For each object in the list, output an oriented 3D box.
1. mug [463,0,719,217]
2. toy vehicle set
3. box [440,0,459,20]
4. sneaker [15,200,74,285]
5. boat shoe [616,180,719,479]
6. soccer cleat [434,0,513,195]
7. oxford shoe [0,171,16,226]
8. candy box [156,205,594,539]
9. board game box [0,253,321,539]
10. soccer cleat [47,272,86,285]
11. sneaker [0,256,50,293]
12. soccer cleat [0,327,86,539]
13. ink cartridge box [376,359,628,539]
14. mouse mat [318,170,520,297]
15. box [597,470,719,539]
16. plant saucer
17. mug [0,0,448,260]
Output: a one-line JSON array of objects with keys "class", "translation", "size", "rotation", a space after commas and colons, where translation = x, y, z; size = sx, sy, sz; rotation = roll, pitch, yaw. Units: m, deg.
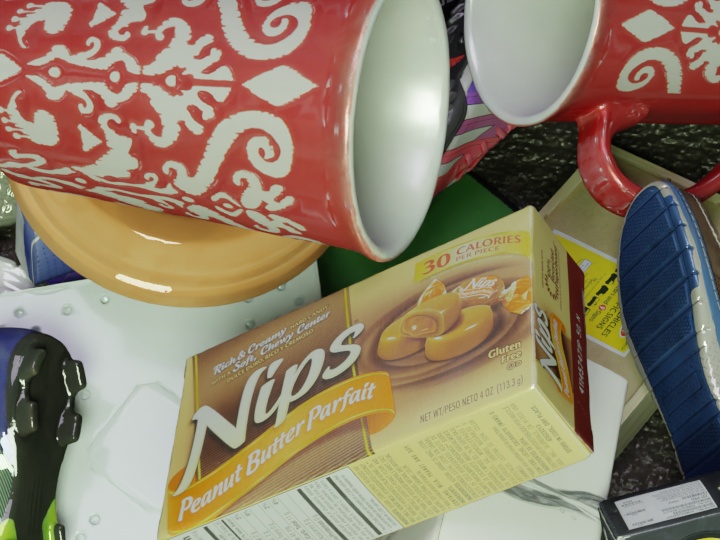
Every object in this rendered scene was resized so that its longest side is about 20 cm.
[{"class": "mug", "translation": [0.175, -0.123, 1.172], "size": [0.199, 0.179, 0.133], "rotation": [1, 9, -31]}, {"class": "toy vehicle set", "translation": [0.134, 0.020, 1.138], "size": [0.124, 0.027, 0.200], "rotation": [29, 60, 28]}, {"class": "box", "translation": [-0.007, -0.232, 1.385], "size": [0.159, 0.044, 0.200], "rotation": [-29, 50, -14]}, {"class": "sneaker", "translation": [-0.089, -0.035, 1.133], "size": [0.199, 0.081, 0.115], "rotation": [-28, 67, -20]}, {"class": "boat shoe", "translation": [0.193, 0.047, 1.066], "size": [0.072, 0.072, 0.201], "rotation": [-1, 67, -28]}, {"class": "soccer cleat", "translation": [0.066, -0.093, 1.220], "size": [0.068, 0.073, 0.201], "rotation": [-10, 43, 50]}, {"class": "oxford shoe", "translation": [-0.261, -0.051, 1.264], "size": [0.199, 0.076, 0.058], "rotation": [-28, 13, -16]}, {"class": "candy box", "translation": [0.006, 0.061, 0.917], "size": [0.199, 0.055, 0.116], "rotation": [-25, 36, 25]}, {"class": "board game box", "translation": [-0.109, 0.097, 1.079], "size": [0.198, 0.026, 0.202], "rotation": [-9, 69, 3]}, {"class": "soccer cleat", "translation": [-0.104, -0.032, 1.206], "size": [0.199, 0.069, 0.073], "rotation": [-33, 42, -20]}, {"class": "sneaker", "translation": [-0.189, 0.051, 1.152], "size": [0.199, 0.075, 0.087], "rotation": [15, 58, 24]}, {"class": "soccer cleat", "translation": [-0.196, 0.128, 1.043], "size": [0.083, 0.065, 0.202], "rotation": [-2, 71, 38]}, {"class": "ink cartridge box", "translation": [0.050, 0.145, 0.956], "size": [0.082, 0.147, 0.201], "rotation": [24, 51, -8]}, {"class": "mouse mat", "translation": [0.000, 0.000, 1.202], "size": [0.199, 0.008, 0.161], "rotation": [-35, 51, -18]}, {"class": "box", "translation": [0.220, 0.159, 0.914], "size": [0.198, 0.162, 0.049], "rotation": [-14, 18, -2]}, {"class": "plant saucer", "translation": [-0.094, -0.078, 1.094], "size": [0.198, 0.038, 0.202], "rotation": [4, 66, -9]}, {"class": "mug", "translation": [-0.066, -0.074, 0.990], "size": [0.198, 0.178, 0.134], "rotation": [8, 66, 20]}]
